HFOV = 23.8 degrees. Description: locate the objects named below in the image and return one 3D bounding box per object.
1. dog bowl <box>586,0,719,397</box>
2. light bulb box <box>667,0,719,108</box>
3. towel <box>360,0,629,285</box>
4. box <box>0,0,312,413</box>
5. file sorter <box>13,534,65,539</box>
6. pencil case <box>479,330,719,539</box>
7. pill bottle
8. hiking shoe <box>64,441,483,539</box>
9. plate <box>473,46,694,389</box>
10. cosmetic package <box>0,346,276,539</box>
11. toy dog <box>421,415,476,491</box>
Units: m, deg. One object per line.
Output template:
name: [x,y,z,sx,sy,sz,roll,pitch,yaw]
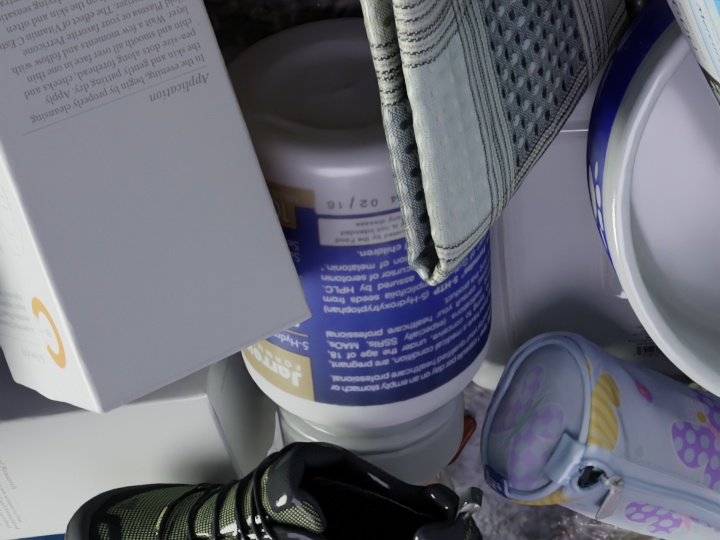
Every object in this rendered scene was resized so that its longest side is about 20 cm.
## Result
dog bowl: [0.197,-0.043,0.720,0.198,0.079,0.202,-1,109,-2]
light bulb box: [0.211,-0.040,0.574,0.124,0.200,0.199,-29,107,6]
towel: [0.057,-0.128,0.646,0.034,0.193,0.201,11,132,30]
box: [-0.114,-0.059,0.677,0.097,0.124,0.202,-23,102,-23]
file sorter: [-0.103,0.221,0.959,0.122,0.139,0.201,-23,121,19]
pencil case: [0.155,0.094,0.830,0.199,0.091,0.084,20,95,-32]
pill bottle: [0.000,0.000,0.780,0.118,0.120,0.201,0,127,7]
hiking shoe: [-0.039,0.109,0.765,0.198,0.076,0.101,3,133,8]
plate: [0.142,-0.015,0.816,0.198,0.032,0.201,-2,127,8]
cosmetic package: [-0.148,0.069,0.869,0.198,0.108,0.085,-10,127,14]
toy dog: [0.043,0.158,0.923,0.096,0.132,0.201,-29,132,-19]
